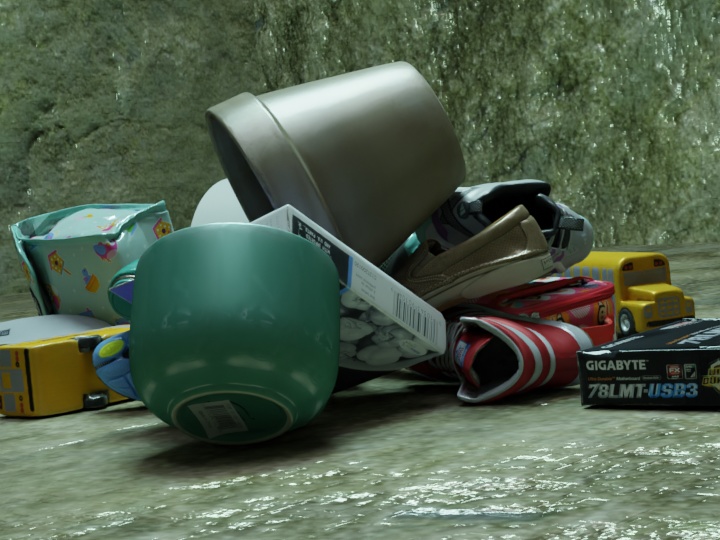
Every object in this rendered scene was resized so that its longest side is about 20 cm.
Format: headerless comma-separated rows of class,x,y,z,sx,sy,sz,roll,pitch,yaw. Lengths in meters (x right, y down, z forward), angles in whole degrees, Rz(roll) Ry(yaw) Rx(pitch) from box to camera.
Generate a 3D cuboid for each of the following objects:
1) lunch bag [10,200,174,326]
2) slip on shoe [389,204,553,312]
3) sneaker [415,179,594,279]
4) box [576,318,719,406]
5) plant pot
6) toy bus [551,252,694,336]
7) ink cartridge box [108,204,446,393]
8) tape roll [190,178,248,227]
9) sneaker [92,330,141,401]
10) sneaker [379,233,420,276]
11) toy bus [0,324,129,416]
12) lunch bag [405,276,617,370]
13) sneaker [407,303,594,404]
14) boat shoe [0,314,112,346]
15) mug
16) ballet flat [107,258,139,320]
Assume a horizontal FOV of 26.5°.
lunch bag,-0.277,0.023,1.592,0.198,0.172,0.122,-2,23,37
slip on shoe,0.063,0.004,1.292,0.198,0.061,0.076,-19,4,22
sneaker,0.161,-0.037,1.362,0.198,0.079,0.139,3,-5,-33
box,0.297,0.068,1.169,0.197,0.050,0.199,-1,4,37
plant pot,-0.011,-0.085,1.300,0.172,0.202,0.200,-28,7,-9
toy bus,0.267,0.023,1.591,0.064,0.079,0.200,-6,3,-20
ink cartridge box,-0.067,0.041,1.221,0.199,0.044,0.198,-22,-39,33
tape roll,-0.095,-0.016,1.850,0.138,0.206,0.202,-3,3,33
sneaker,-0.156,0.086,1.405,0.198,0.072,0.082,-5,-10,-37
sneaker,0.000,0.000,1.464,0.078,0.091,0.200,-54,6,-29
toy bus,-0.240,0.089,1.421,0.078,0.066,0.199,-4,3,38
lunch bag,0.150,0.053,1.425,0.175,0.083,0.199,3,8,36
sneaker,0.084,0.067,1.271,0.198,0.072,0.112,1,3,42
boat shoe,-0.336,0.092,1.506,0.197,0.066,0.072,-8,25,-3
mug,-0.076,0.059,1.100,0.183,0.116,0.152,17,-36,-25
ballet flat,-0.122,0.029,1.347,0.198,0.068,0.071,16,28,2
